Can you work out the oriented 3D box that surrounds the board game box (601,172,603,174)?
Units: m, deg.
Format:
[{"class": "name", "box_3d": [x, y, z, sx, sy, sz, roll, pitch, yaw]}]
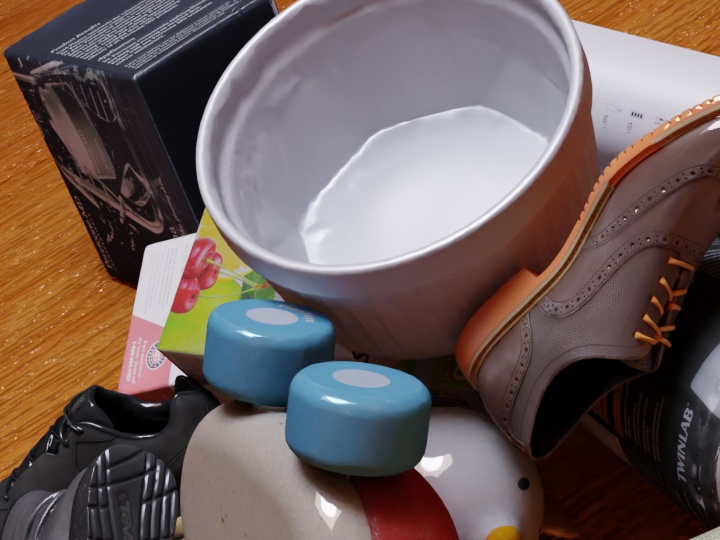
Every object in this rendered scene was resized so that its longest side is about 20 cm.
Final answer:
[{"class": "board game box", "box_3d": [0.127, -0.026, 1.082, 0.146, 0.065, 0.200, -11, 27, 22]}]

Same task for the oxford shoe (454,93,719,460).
[{"class": "oxford shoe", "box_3d": [0.128, 0.004, 0.772, 0.200, 0.071, 0.073, -50, 46, 26]}]

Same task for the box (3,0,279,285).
[{"class": "box", "box_3d": [-0.126, -0.089, 1.232, 0.124, 0.201, 0.196, -35, 29, -24]}]

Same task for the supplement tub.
[{"class": "supplement tub", "box_3d": [0.169, 0.047, 0.846, 0.122, 0.123, 0.200, -27, 27, -11]}]

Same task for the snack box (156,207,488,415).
[{"class": "snack box", "box_3d": [0.000, 0.000, 0.957, 0.199, 0.053, 0.143, 6, 67, 27]}]

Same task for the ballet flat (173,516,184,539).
[{"class": "ballet flat", "box_3d": [-0.032, 0.123, 0.923, 0.199, 0.069, 0.063, -23, 12, -6]}]

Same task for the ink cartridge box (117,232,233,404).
[{"class": "ink cartridge box", "box_3d": [-0.041, 0.027, 1.051, 0.199, 0.068, 0.117, -13, 50, 25]}]

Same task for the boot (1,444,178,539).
[{"class": "boot", "box_3d": [-0.151, 0.195, 0.870, 0.131, 0.069, 0.201, -33, 38, 48]}]

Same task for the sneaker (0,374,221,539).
[{"class": "sneaker", "box_3d": [-0.162, 0.114, 1.003, 0.199, 0.091, 0.076, -20, 28, 6]}]

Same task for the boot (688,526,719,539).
[{"class": "boot", "box_3d": [0.181, 0.090, 0.702, 0.154, 0.201, 0.072, -21, -9, 6]}]

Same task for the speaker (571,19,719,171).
[{"class": "speaker", "box_3d": [0.169, -0.087, 0.976, 0.199, 0.082, 0.081, 18, 43, 27]}]

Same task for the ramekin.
[{"class": "ramekin", "box_3d": [0.028, -0.050, 0.869, 0.199, 0.105, 0.201, -13, 51, 16]}]

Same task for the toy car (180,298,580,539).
[{"class": "toy car", "box_3d": [0.030, 0.120, 0.816, 0.199, 0.186, 0.177, -2, 16, -28]}]
